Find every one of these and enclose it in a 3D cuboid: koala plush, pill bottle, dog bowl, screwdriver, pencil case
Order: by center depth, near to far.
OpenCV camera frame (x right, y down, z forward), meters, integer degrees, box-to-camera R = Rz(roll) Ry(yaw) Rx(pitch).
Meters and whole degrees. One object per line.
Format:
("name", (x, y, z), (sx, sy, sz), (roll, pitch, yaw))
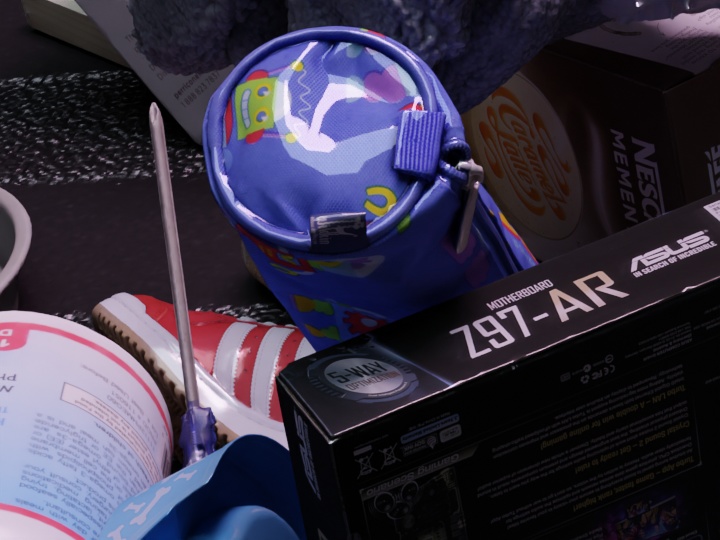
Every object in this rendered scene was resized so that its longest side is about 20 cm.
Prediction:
("dog bowl", (-0.055, 0.137, 0.910), (0.050, 0.112, 0.200), (-16, 25, 23))
("pencil case", (0.017, -0.002, 0.928), (0.087, 0.200, 0.078), (9, 68, 22))
("pill bottle", (-0.126, 0.107, 0.986), (0.109, 0.109, 0.200), (-9, 28, 7))
("screwdriver", (-0.059, 0.035, 1.043), (0.029, 0.200, 0.028), (8, -21, -37))
("koala plush", (0.046, -0.126, 1.071), (0.200, 0.184, 0.177), (-20, 58, -33))

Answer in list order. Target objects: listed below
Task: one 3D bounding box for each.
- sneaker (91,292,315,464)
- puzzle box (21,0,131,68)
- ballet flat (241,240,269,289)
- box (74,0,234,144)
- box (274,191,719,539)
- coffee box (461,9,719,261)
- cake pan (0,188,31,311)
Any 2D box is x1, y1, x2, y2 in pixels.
("sneaker", (-0.011, 0.038, 1.088), (0.112, 0.071, 0.200), (-40, 44, -19))
("puzzle box", (-0.068, -0.167, 1.550), (0.200, 0.025, 0.133), (-29, 32, -28))
("ballet flat", (0.000, 0.000, 1.173), (0.068, 0.067, 0.200), (-26, 31, -22))
("box", (-0.055, -0.204, 1.353), (0.131, 0.200, 0.199), (-42, 2, -42))
("box", (0.082, 0.069, 0.913), (0.200, 0.160, 0.044), (-22, 36, -15))
("coffee box", (0.098, -0.066, 1.205), (0.080, 0.115, 0.200), (-29, 31, -27))
("cake pan", (-0.239, 0.018, 1.270), (0.200, 0.037, 0.200), (-10, 29, 5))
